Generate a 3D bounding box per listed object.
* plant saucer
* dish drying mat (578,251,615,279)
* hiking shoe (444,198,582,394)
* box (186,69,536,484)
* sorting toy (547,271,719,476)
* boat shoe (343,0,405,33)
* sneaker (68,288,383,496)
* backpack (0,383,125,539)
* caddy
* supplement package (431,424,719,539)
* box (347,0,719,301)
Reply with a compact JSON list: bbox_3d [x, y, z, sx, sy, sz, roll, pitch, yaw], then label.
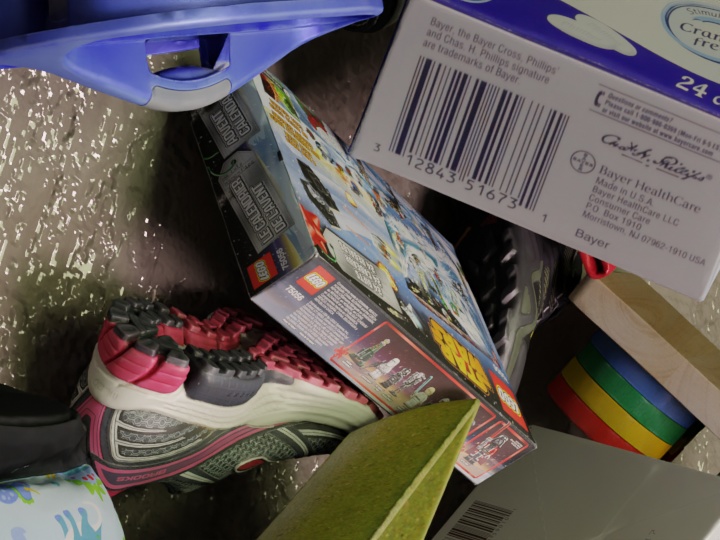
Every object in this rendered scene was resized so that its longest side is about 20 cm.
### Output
[{"bbox_3d":[-0.027,0.161,1.144,0.200,0.048,0.200,-69,170,22],"label":"plant saucer"},{"bbox_3d":[0.128,-0.044,1.402,0.200,0.018,0.077,-36,104,-76],"label":"dish drying mat"},{"bbox_3d":[0.080,0.010,1.362,0.101,0.076,0.200,36,60,-45],"label":"hiking shoe"},{"bbox_3d":[0.000,0.000,1.219,0.200,0.040,0.137,42,20,-46],"label":"box"},{"bbox_3d":[0.186,0.093,1.416,0.070,0.199,0.200,-48,170,9],"label":"sorting toy"},{"bbox_3d":[-0.044,-0.181,1.194,0.066,0.074,0.200,-52,129,-39],"label":"boat shoe"},{"bbox_3d":[-0.064,0.061,1.167,0.200,0.081,0.075,12,110,-57],"label":"sneaker"},{"bbox_3d":[-0.158,0.147,0.982,0.163,0.153,0.200,9,94,-61],"label":"backpack"},{"bbox_3d":[-0.080,-0.118,1.084,0.200,0.141,0.105,-12,93,-54],"label":"caddy"},{"bbox_3d":[0.132,0.212,1.339,0.152,0.150,0.200,-47,127,-25],"label":"supplement package"},{"bbox_3d":[0.118,-0.107,1.276,0.200,0.184,0.105,-62,173,-53],"label":"box"}]
